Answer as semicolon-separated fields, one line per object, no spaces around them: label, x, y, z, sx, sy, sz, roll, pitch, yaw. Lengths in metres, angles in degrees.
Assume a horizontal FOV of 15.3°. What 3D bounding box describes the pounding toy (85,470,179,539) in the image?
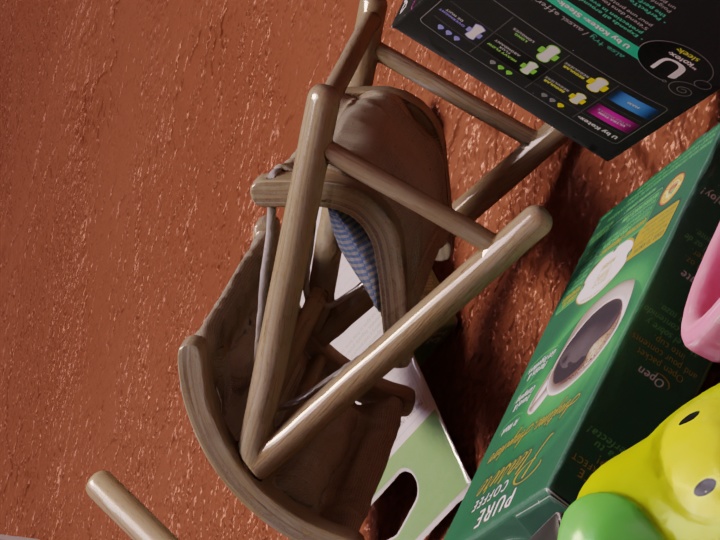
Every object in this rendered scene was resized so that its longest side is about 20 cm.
pounding toy;-0.042;0.207;1.238;0.200;0.183;0.143;-78;-22;-46

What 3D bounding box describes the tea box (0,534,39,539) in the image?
tea box;-0.366;0.315;2.146;0.134;0.199;0.197;-115;42;-59

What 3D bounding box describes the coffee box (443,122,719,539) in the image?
coffee box;0.107;0.041;1.125;0.200;0.044;0.123;-61;10;-30

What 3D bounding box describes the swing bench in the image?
swing bench;0.000;0.000;1.289;0.200;0.129;0.199;-60;2;19

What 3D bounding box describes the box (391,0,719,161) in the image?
box;0.125;-0.161;1.127;0.149;0.124;0.200;-65;13;-23

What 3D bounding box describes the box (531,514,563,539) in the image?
box;0.102;0.217;1.002;0.149;0.124;0.201;127;148;-49

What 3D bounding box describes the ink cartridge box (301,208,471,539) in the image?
ink cartridge box;0.002;0.069;1.485;0.146;0.048;0.201;-50;57;41

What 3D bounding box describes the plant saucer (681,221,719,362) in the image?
plant saucer;0.185;-0.050;0.973;0.201;0.051;0.201;-60;0;0

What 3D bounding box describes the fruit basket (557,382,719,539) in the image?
fruit basket;0.167;0.064;0.822;0.216;0.215;0.156;-103;31;-50
